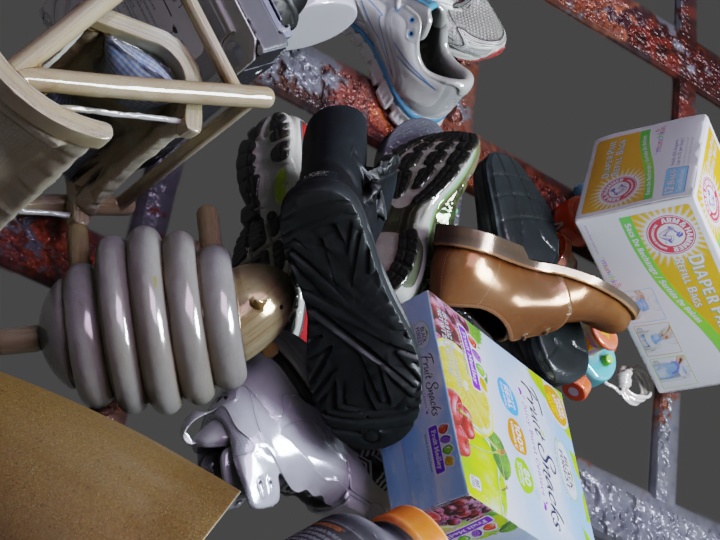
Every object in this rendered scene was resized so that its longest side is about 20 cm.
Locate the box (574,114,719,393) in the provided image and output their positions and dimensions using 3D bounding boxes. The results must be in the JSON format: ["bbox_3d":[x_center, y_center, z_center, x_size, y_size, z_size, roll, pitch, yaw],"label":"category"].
[{"bbox_3d":[0.265,-0.012,1.498,0.200,0.101,0.113,60,32,-31],"label":"box"}]

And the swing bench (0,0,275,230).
[{"bbox_3d":[-0.203,-0.101,1.166,0.200,0.199,0.130,-23,84,-42],"label":"swing bench"}]

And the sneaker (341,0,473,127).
[{"bbox_3d":[0.027,-0.213,1.481,0.075,0.087,0.200,-37,92,-41],"label":"sneaker"}]

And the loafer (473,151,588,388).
[{"bbox_3d":[0.118,0.004,1.450,0.073,0.072,0.200,8,64,-42],"label":"loafer"}]

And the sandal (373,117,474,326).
[{"bbox_3d":[0.043,-0.023,1.434,0.076,0.043,0.200,3,76,-29],"label":"sandal"}]

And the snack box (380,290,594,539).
[{"bbox_3d":[0.089,0.132,1.305,0.200,0.068,0.169,38,34,-47],"label":"snack box"}]

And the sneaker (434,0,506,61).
[{"bbox_3d":[0.059,-0.264,1.533,0.200,0.082,0.078,54,47,-4],"label":"sneaker"}]

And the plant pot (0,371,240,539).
[{"bbox_3d":[-0.204,0.142,1.074,0.200,0.186,0.186,39,48,1],"label":"plant pot"}]

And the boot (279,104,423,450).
[{"bbox_3d":[0.000,0.000,1.249,0.168,0.076,0.200,-75,151,-66],"label":"boot"}]

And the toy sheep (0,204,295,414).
[{"bbox_3d":[-0.141,0.031,1.199,0.200,0.138,0.138,-11,71,0],"label":"toy sheep"}]

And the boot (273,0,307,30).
[{"bbox_3d":[-0.055,-0.267,1.287,0.158,0.079,0.211,-34,52,-7],"label":"boot"}]

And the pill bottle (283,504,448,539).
[{"bbox_3d":[-0.032,0.218,1.121,0.200,0.106,0.106,-26,85,-32],"label":"pill bottle"}]

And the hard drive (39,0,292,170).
[{"bbox_3d":[-0.138,-0.168,1.250,0.038,0.200,0.140,-23,84,-42],"label":"hard drive"}]

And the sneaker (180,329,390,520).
[{"bbox_3d":[-0.041,0.148,1.258,0.115,0.075,0.200,-42,105,-32],"label":"sneaker"}]

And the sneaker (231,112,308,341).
[{"bbox_3d":[-0.041,-0.023,1.342,0.085,0.077,0.200,23,57,-38],"label":"sneaker"}]

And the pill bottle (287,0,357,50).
[{"bbox_3d":[-0.071,-0.278,1.419,0.112,0.112,0.200,-5,73,-40],"label":"pill bottle"}]

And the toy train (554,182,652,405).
[{"bbox_3d":[0.198,0.011,1.522,0.150,0.056,0.200,2,67,-37],"label":"toy train"}]

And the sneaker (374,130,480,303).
[{"bbox_3d":[0.043,-0.024,1.384,0.200,0.077,0.089,-62,144,-34],"label":"sneaker"}]

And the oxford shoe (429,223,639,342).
[{"bbox_3d":[0.127,0.024,1.361,0.200,0.071,0.071,17,83,-34],"label":"oxford shoe"}]
